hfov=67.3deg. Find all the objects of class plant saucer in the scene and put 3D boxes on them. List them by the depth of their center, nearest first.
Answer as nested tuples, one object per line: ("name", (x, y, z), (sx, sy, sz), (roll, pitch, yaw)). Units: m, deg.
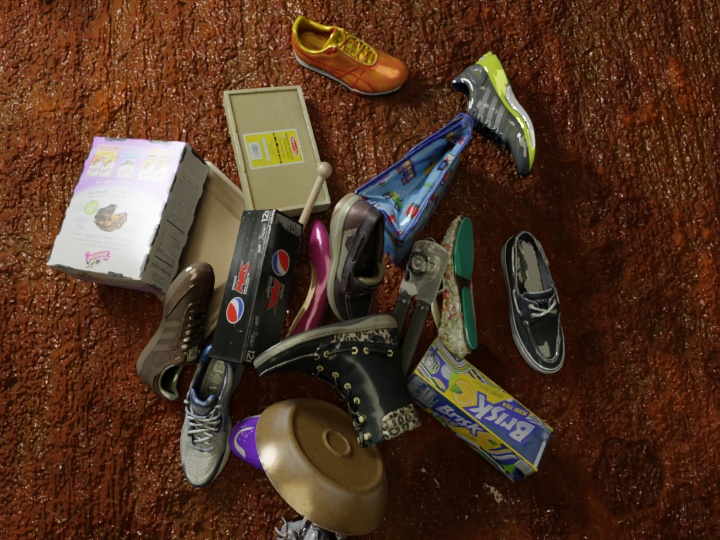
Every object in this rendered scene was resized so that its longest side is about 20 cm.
("plant saucer", (-0.036, 0.226, 0.675), (0.199, 0.200, 0.036), (39, 108, 7))

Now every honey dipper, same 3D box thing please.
("honey dipper", (-0.089, -0.060, 0.777), (0.037, 0.038, 0.204), (24, 100, 6))

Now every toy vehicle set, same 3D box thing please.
("toy vehicle set", (-0.127, -0.179, 0.813), (0.121, 0.027, 0.205), (-10, 76, -21))

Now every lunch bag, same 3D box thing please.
("lunch bag", (0.090, -0.123, 0.760), (0.094, 0.151, 0.200), (43, 83, 8))

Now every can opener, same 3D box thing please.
("can opener", (0.075, 0.054, 0.772), (0.052, 0.067, 0.205), (19, 100, 9))

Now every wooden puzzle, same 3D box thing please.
("wooden puzzle", (-0.231, -0.031, 0.810), (0.184, 0.037, 0.201), (41, 87, 7))

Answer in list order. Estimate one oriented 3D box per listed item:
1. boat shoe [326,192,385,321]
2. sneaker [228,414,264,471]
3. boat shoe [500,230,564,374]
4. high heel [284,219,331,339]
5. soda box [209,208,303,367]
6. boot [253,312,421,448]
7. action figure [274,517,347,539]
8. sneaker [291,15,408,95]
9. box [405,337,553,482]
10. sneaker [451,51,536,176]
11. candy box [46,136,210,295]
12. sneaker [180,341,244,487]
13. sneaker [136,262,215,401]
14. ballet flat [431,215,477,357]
("boat shoe", (0.000, 0.000, 0.703), (0.064, 0.204, 0.071), (30, 45, 32))
("sneaker", (-0.086, 0.249, 0.717), (0.195, 0.100, 0.071), (19, 84, 2))
("boat shoe", (0.250, 0.044, 0.769), (0.070, 0.068, 0.206), (-8, 79, -1))
("high heel", (-0.081, 0.031, 0.774), (0.093, 0.067, 0.206), (-5, 82, -11))
("soda box", (-0.138, 0.024, 0.726), (0.069, 0.063, 0.206), (2, 75, 38))
("boot", (-0.023, 0.149, 0.683), (0.199, 0.073, 0.158), (-12, 76, -23))
("action figure", (-0.025, 0.379, 0.705), (0.196, 0.069, 0.133), (24, 104, 9))
("sneaker", (-0.019, -0.331, 0.840), (0.195, 0.077, 0.075), (18, 78, 2))
("box", (0.156, 0.189, 0.734), (0.198, 0.065, 0.070), (38, 54, 7))
("sneaker", (0.205, -0.229, 0.827), (0.079, 0.074, 0.204), (-23, 74, 6))
("candy box", (-0.327, -0.080, 0.771), (0.163, 0.072, 0.205), (8, 73, 18))
("sneaker", (-0.213, 0.192, 0.739), (0.075, 0.085, 0.206), (7, 80, 2))
("sneaker", (-0.237, 0.087, 0.742), (0.075, 0.070, 0.203), (39, 112, 22))
("ballet flat", (0.129, 0.021, 0.779), (0.063, 0.075, 0.206), (-9, 71, 33))
